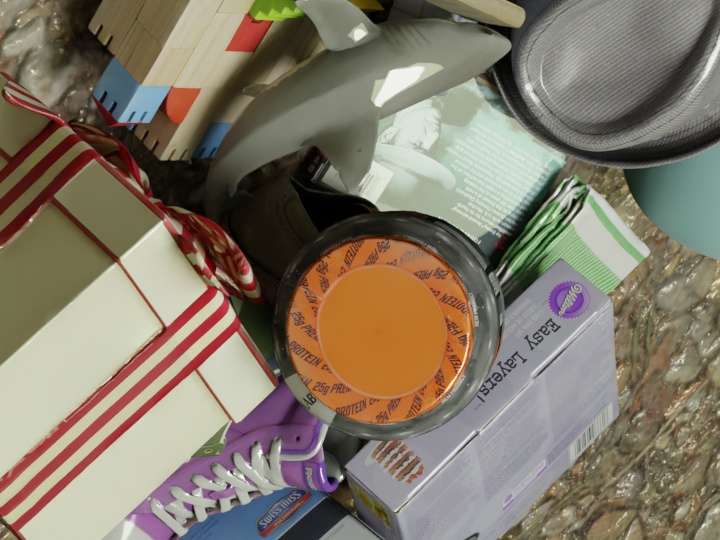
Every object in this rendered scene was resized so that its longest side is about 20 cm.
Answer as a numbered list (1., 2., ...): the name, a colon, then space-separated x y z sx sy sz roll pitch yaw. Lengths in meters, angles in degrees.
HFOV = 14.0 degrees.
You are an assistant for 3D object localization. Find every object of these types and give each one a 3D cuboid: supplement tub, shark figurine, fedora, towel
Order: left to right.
1. shark figurine: -0.026 -0.064 1.569 0.214 0.090 0.128 -36 148 22
2. supplement tub: 0.016 0.028 1.601 0.123 0.122 0.200 -57 177 4
3. towel: 0.098 0.041 1.845 0.200 0.023 0.153 -51 155 1
4. fedora: 0.162 -0.139 1.688 0.200 0.090 0.177 -28 101 19

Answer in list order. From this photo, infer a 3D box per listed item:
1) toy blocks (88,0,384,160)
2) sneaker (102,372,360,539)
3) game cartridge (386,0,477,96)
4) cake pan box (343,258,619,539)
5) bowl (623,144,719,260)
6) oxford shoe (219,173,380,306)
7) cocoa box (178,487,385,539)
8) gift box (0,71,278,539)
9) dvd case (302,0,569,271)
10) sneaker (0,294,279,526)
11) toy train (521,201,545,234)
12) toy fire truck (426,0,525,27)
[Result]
1. toy blocks: -0.081 -0.120 1.601 0.200 0.100 0.137 -3 133 -53
2. sneaker: -0.076 0.118 1.752 0.201 0.114 0.073 -49 142 -3
3. game cartridge: 0.062 -0.196 1.653 0.133 0.041 0.200 -35 145 -83
4. cake pan box: 0.083 0.102 1.819 0.200 0.052 0.184 -44 160 -12
5. bowl: 0.260 -0.110 1.841 0.201 0.201 0.105 -37 145 -19
6. oxford shoe: 0.000 0.000 1.751 0.075 0.071 0.200 -42 141 22
7. cocoa box: -0.076 0.234 1.821 0.200 0.131 0.133 -42 140 -13
8. gift box: -0.165 0.018 1.537 0.187 0.184 0.200 -42 146 -10
9. dvd case: 0.074 -0.108 1.770 0.146 0.022 0.200 28 95 -29
10. sneaker: -0.117 0.091 1.697 0.200 0.067 0.090 -46 128 7
11. toy train: 0.071 0.012 1.865 0.150 0.056 0.200 -31 136 -25
12. toy fire truck: -0.005 -0.198 1.525 0.129 0.176 0.200 -32 128 -25
